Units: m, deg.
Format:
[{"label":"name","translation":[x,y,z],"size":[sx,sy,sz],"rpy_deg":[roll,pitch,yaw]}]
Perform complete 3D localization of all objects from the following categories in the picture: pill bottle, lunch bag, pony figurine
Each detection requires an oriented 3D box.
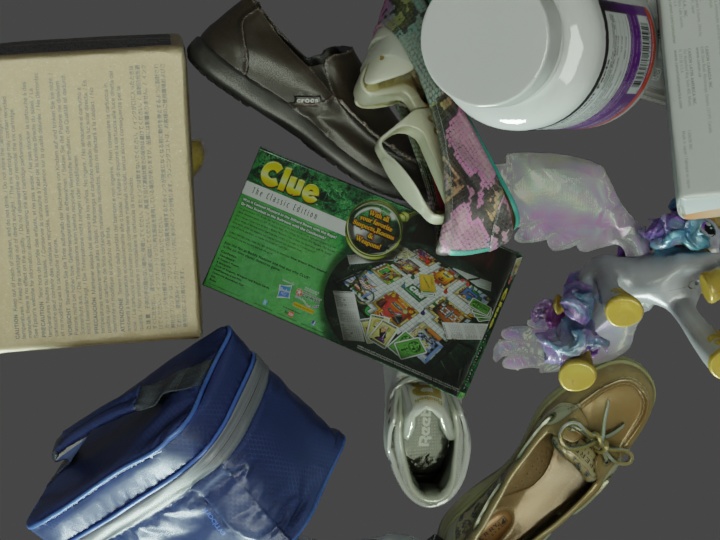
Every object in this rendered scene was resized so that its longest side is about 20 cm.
[{"label":"pill bottle","translation":[0.111,-0.144,1.375],"size":[0.111,0.200,0.112],"rpy_deg":[2,94,23]},{"label":"lunch bag","translation":[-0.128,0.135,1.452],"size":[0.200,0.136,0.132],"rpy_deg":[-33,108,33]},{"label":"pony figurine","translation":[0.174,0.010,1.465],"size":[0.192,0.200,0.167],"rpy_deg":[-5,113,10]}]

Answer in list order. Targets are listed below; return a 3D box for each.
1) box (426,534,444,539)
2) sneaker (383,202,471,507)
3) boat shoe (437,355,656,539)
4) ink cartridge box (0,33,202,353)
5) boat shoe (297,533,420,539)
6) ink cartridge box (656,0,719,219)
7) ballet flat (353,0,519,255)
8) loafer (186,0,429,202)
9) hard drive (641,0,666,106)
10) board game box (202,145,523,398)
[{"label":"box","translation":[0.080,0.285,1.547],"size":[0.200,0.036,0.143],"rpy_deg":[38,130,-15]},{"label":"sneaker","translation":[0.047,0.060,1.484],"size":[0.073,0.116,0.201],"rpy_deg":[-5,103,-4]},{"label":"boat shoe","translation":[0.138,0.147,1.542],"size":[0.073,0.063,0.200],"rpy_deg":[39,96,-14]},{"label":"ink cartridge box","translation":[-0.192,-0.052,1.448],"size":[0.164,0.075,0.201],"rpy_deg":[-3,105,-5]},{"label":"boat shoe","translation":[-0.026,0.216,1.480],"size":[0.199,0.070,0.071],"rpy_deg":[6,107,32]},{"label":"ink cartridge box","translation":[0.297,-0.125,1.407],"size":[0.199,0.050,0.163],"rpy_deg":[-5,73,7]},{"label":"ballet flat","translation":[0.038,-0.100,1.416],"size":[0.071,0.069,0.201],"rpy_deg":[-16,73,-17]},{"label":"loafer","translation":[-0.018,-0.115,1.454],"size":[0.200,0.073,0.071],"rpy_deg":[32,97,-14]},{"label":"hard drive","translation":[0.253,-0.172,1.492],"size":[0.199,0.038,0.140],"rpy_deg":[16,101,-10]},{"label":"board game box","translation":[0.000,0.000,1.452],"size":[0.200,0.023,0.105],"rpy_deg":[24,92,20]}]
